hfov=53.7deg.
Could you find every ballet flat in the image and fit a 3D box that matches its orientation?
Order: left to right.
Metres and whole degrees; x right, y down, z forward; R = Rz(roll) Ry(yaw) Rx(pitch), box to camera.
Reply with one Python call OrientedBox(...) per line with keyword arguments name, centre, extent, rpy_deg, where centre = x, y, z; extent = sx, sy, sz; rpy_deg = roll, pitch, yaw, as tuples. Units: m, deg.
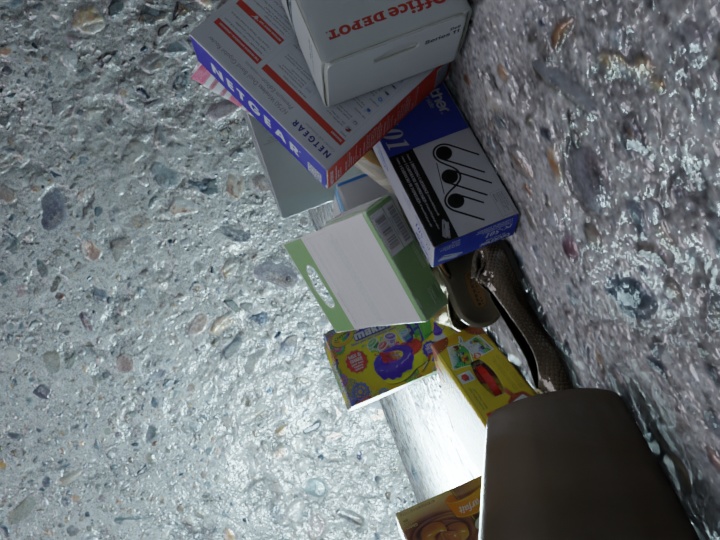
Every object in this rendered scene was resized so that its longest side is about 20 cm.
OrientedBox(name="ballet flat", centre=(0.126, 0.017, 0.899), extent=(0.063, 0.069, 0.201), rpy_deg=(35, 161, 22))
OrientedBox(name="ballet flat", centre=(0.164, 0.064, 0.729), extent=(0.067, 0.046, 0.203), rpy_deg=(94, 155, -75))

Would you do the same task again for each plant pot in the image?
OrientedBox(name="plant pot", centre=(0.175, 0.198, 0.578), extent=(0.201, 0.196, 0.176), rpy_deg=(83, -179, -62))

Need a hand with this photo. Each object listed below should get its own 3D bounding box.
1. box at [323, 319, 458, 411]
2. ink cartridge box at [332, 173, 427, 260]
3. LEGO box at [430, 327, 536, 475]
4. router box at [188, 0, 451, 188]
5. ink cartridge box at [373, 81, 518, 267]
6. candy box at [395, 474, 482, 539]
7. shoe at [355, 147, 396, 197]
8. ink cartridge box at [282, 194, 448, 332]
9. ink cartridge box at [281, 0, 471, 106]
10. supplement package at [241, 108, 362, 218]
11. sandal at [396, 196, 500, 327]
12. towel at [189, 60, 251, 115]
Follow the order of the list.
OrientedBox(name="box", centre=(0.050, 0.134, 1.170), extent=(0.193, 0.197, 0.124), rpy_deg=(97, 150, -77))
OrientedBox(name="ink cartridge box", centre=(0.038, -0.057, 1.010), extent=(0.200, 0.127, 0.127), rpy_deg=(114, 135, -78))
OrientedBox(name="LEGO box", centre=(0.172, 0.190, 0.900), extent=(0.200, 0.076, 0.151), rpy_deg=(-122, 13, -58))
OrientedBox(name="router box", centre=(-0.039, -0.216, 0.714), extent=(0.200, 0.179, 0.049), rpy_deg=(45, 168, 9))
OrientedBox(name="ink cartridge box", centre=(0.074, -0.111, 0.732), extent=(0.044, 0.093, 0.202), rpy_deg=(83, 165, -63))
OrientedBox(name="candy box", centre=(0.157, 0.337, 0.925), extent=(0.116, 0.197, 0.056), rpy_deg=(-119, 12, -46))
OrientedBox(name="shoe", centre=(0.020, -0.124, 0.815), extent=(0.198, 0.053, 0.071), rpy_deg=(31, -142, -22))
OrientedBox(name="ink cartridge box", centre=(0.000, 0.000, 0.874), extent=(0.199, 0.048, 0.147), rpy_deg=(-13, 111, 57))
OrientedBox(name="ink cartridge box", centre=(-0.004, -0.275, 0.661), extent=(0.083, 0.144, 0.203), rpy_deg=(91, 158, -75))
OrientedBox(name="supplement package", centre=(-0.090, -0.234, 1.236), extent=(0.147, 0.188, 0.203), rpy_deg=(-124, 15, -62))
OrientedBox(name="sandal", centre=(0.106, -0.025, 0.783), extent=(0.054, 0.079, 0.202), rpy_deg=(-80, -35, -79))
OrientedBox(name="towel", centre=(-0.094, -0.207, 0.845), extent=(0.198, 0.030, 0.146), rpy_deg=(30, 156, -23))
